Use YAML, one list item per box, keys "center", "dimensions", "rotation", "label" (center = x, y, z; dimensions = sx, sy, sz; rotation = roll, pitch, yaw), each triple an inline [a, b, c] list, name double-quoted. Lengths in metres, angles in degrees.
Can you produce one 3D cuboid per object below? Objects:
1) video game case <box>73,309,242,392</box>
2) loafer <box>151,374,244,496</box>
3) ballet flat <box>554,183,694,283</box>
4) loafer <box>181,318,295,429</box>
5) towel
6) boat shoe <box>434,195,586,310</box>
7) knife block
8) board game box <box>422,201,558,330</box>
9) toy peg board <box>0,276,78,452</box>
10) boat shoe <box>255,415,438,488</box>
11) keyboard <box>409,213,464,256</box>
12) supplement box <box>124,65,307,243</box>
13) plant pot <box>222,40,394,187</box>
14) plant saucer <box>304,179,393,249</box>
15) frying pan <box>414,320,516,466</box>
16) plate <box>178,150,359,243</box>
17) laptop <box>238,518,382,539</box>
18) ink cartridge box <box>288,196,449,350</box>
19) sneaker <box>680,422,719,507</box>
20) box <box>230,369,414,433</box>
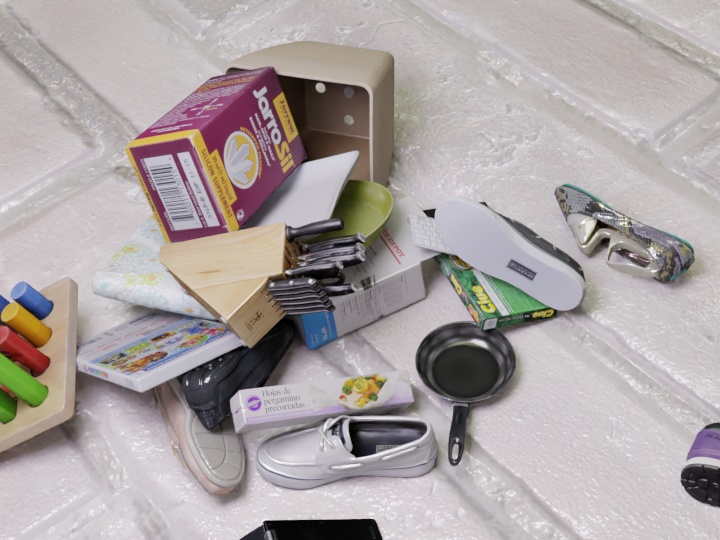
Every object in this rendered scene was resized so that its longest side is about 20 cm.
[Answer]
- center: [-0.239, 0.087, 1.308]
  dimensions: [0.143, 0.018, 0.199]
  rotation: [-24, 20, -35]
  label: "video game case"
- center: [-0.184, 0.176, 1.281]
  dimensions: [0.072, 0.063, 0.200]
  rotation: [14, 34, -39]
  label: "loafer"
- center: [0.303, -0.041, 1.395]
  dimensions: [0.200, 0.072, 0.072]
  rotation: [31, 59, 33]
  label: "ballet flat"
- center: [-0.132, 0.111, 1.304]
  dimensions: [0.068, 0.071, 0.200]
  rotation: [-4, 19, 27]
  label: "loafer"
- center: [-0.209, -0.007, 1.412]
  dimensions: [0.170, 0.048, 0.200]
  rotation: [8, 28, 11]
  label: "towel"
- center: [0.175, -0.025, 1.344]
  dimensions: [0.199, 0.069, 0.057]
  rotation: [34, 32, -2]
  label: "boat shoe"
- center: [-0.100, -0.014, 1.261]
  dimensions: [0.176, 0.064, 0.200]
  rotation: [-45, 52, -12]
  label: "knife block"
- center: [0.148, -0.010, 1.399]
  dimensions: [0.104, 0.024, 0.200]
  rotation: [-6, 44, -23]
  label: "board game box"
- center: [-0.430, 0.101, 1.305]
  dimensions: [0.199, 0.098, 0.200]
  rotation: [-25, 46, 15]
  label: "toy peg board"
- center: [-0.017, 0.183, 1.237]
  dimensions: [0.199, 0.066, 0.074]
  rotation: [-8, 48, 1]
  label: "boat shoe"
- center: [0.153, -0.028, 1.381]
  dimensions: [0.199, 0.011, 0.056]
  rotation: [12, 36, -17]
  label: "keyboard"
- center: [-0.165, -0.138, 1.364]
  dimensions: [0.103, 0.131, 0.200]
  rotation: [-5, 30, 31]
  label: "supplement box"
- center: [-0.047, -0.201, 1.513]
  dimensions: [0.199, 0.201, 0.177]
  rotation: [11, 36, 17]
  label: "plant pot"
- center: [-0.053, -0.047, 1.377]
  dimensions: [0.199, 0.031, 0.200]
  rotation: [-14, 29, 8]
  label: "plant saucer"
- center: [0.128, 0.133, 1.284]
  dimensions: [0.114, 0.031, 0.191]
  rotation: [-13, 49, -6]
  label: "frying pan"
- center: [-0.105, -0.069, 1.369]
  dimensions: [0.198, 0.032, 0.200]
  rotation: [-13, 26, 19]
  label: "plate"
- center: [-0.065, 0.354, 1.128]
  dimensions: [0.199, 0.116, 0.188]
  rotation: [5, 42, -27]
  label: "laptop"
- center: [0.000, 0.000, 1.399]
  dimensions: [0.199, 0.068, 0.116]
  rotation: [-24, 48, -12]
  label: "ink cartridge box"
- center: [0.430, 0.202, 1.153]
  dimensions: [0.199, 0.076, 0.088]
  rotation: [17, 46, 22]
  label: "sneaker"
- center: [-0.039, 0.140, 1.247]
  dimensions: [0.199, 0.041, 0.039]
  rotation: [-5, 70, -23]
  label: "box"
